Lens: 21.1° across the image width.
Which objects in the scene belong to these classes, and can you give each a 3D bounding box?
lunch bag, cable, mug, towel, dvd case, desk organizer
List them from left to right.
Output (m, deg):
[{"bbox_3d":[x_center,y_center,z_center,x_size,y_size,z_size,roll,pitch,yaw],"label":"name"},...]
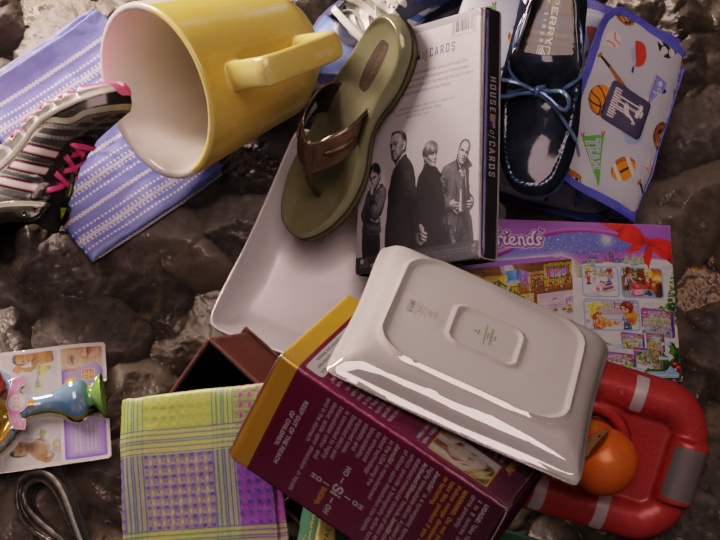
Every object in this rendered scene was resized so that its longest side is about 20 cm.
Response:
[{"bbox_3d":[-0.217,0.239,1.505,0.097,0.050,0.201,-30,72,22],"label":"cable"},{"bbox_3d":[-0.231,-0.122,1.679,0.144,0.024,0.200,-35,72,-13],"label":"towel"},{"bbox_3d":[-0.120,0.194,1.500,0.143,0.023,0.202,-7,86,20],"label":"towel"},{"bbox_3d":[-0.104,-0.162,1.622,0.153,0.150,0.186,-24,46,-38],"label":"mug"},{"bbox_3d":[-0.054,0.137,1.531,0.200,0.077,0.072,41,104,15],"label":"desk organizer"},{"bbox_3d":[0.054,-0.101,1.560,0.025,0.150,0.202,9,79,-40],"label":"dvd case"},{"bbox_3d":[0.163,-0.144,1.638,0.199,0.124,0.171,19,78,3],"label":"lunch bag"}]

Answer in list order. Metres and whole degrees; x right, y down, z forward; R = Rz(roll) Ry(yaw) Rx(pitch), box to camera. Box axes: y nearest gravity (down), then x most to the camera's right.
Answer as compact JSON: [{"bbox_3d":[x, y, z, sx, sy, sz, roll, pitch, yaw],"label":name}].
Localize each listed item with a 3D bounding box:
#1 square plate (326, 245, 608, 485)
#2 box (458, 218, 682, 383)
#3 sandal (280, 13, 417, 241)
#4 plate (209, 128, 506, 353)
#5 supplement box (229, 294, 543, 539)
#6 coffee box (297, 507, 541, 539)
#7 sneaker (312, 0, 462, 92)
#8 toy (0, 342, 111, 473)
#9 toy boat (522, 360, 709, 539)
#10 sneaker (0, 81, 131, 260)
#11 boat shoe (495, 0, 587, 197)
[{"bbox_3d":[0.089,0.059,1.435,0.197,0.029,0.200,25,30,1],"label":"square plate"},{"bbox_3d":[0.162,0.029,1.592,0.198,0.039,0.138,2,72,-9],"label":"box"},{"bbox_3d":[-0.021,-0.122,1.586,0.080,0.057,0.202,36,109,40],"label":"sandal"},{"bbox_3d":[0.000,0.000,1.626,0.199,0.032,0.201,20,68,8],"label":"plate"},{"bbox_3d":[0.027,0.129,1.420,0.199,0.104,0.131,34,29,10],"label":"supplement box"},{"bbox_3d":[0.043,0.244,1.472,0.199,0.044,0.124,18,77,-18],"label":"coffee box"},{"bbox_3d":[0.026,-0.248,1.667,0.199,0.147,0.081,-34,71,-14],"label":"sneaker"},{"bbox_3d":[-0.304,0.107,1.561,0.198,0.047,0.116,-5,53,-6],"label":"toy"},{"bbox_3d":[0.178,0.138,1.493,0.199,0.131,0.131,16,95,-7],"label":"toy boat"},{"bbox_3d":[-0.260,-0.079,1.616,0.199,0.074,0.088,-36,80,11],"label":"sneaker"},{"bbox_3d":[0.140,-0.162,1.548,0.083,0.069,0.202,0,78,7],"label":"boat shoe"}]
